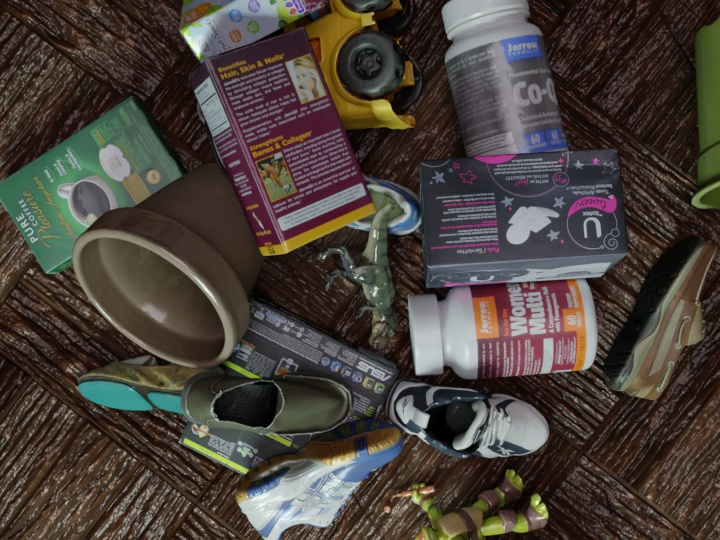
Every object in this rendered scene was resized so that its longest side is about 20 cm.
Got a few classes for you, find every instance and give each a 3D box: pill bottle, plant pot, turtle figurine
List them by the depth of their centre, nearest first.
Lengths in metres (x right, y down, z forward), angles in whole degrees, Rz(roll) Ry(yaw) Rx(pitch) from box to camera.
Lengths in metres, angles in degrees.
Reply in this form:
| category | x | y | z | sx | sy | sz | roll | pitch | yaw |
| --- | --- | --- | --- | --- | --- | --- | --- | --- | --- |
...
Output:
| category | x | y | z | sx | sy | sz | roll | pitch | yaw |
| --- | --- | --- | --- | --- | --- | --- | --- | --- | --- |
| plant pot | -0.182 | -0.024 | 0.961 | 0.200 | 0.200 | 0.175 | 31 | 54 | 0 |
| plant pot | 0.447 | -0.185 | 0.966 | 0.199 | 0.200 | 0.191 | -8 | 78 | 1 |
| turtle figurine | 0.126 | 0.290 | 0.987 | 0.161 | 0.200 | 0.065 | -16 | 106 | -19 |
| pill bottle | 0.159 | -0.208 | 0.991 | 0.113 | 0.114 | 0.201 | -13 | 92 | 1 |
| pill bottle | 0.157 | 0.066 | 1.000 | 0.199 | 0.110 | 0.110 | -5 | 91 | 1 |

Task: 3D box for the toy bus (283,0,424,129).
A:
| category | x | y | z | sx | sy | sz | roll | pitch | yaw |
| --- | --- | --- | --- | --- | --- | --- | --- | --- | --- |
| toy bus | -0.034 | -0.253 | 0.996 | 0.191 | 0.136 | 0.201 | -5 | 90 | 18 |

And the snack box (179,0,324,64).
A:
| category | x | y | z | sx | sy | sz | roll | pitch | yaw |
| --- | --- | --- | --- | --- | --- | --- | --- | --- | --- |
| snack box | -0.118 | -0.307 | 0.947 | 0.142 | 0.200 | 0.053 | -26 | 125 | 11 |

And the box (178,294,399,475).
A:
| category | x | y | z | sx | sy | sz | roll | pitch | yaw |
| --- | --- | --- | --- | --- | --- | --- | --- | --- | --- |
| box | -0.083 | 0.157 | 1.039 | 0.199 | 0.048 | 0.194 | 26 | 94 | -1 |

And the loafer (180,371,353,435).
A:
| category | x | y | z | sx | sy | sz | roll | pitch | yaw |
| --- | --- | --- | --- | --- | --- | --- | --- | --- | --- |
| loafer | -0.091 | 0.149 | 0.953 | 0.199 | 0.070 | 0.076 | 3 | 93 | -28 |

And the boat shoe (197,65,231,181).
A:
| category | x | y | z | sx | sy | sz | roll | pitch | yaw |
| --- | --- | --- | --- | --- | --- | --- | --- | --- | --- |
| boat shoe | -0.144 | -0.174 | 0.988 | 0.075 | 0.060 | 0.201 | 9 | 57 | -26 |

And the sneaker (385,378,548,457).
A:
| category | x | y | z | sx | sy | sz | roll | pitch | yaw |
| --- | --- | --- | --- | --- | --- | --- | --- | --- | --- |
| sneaker | 0.135 | 0.175 | 0.981 | 0.198 | 0.130 | 0.080 | 21 | 90 | -13 |

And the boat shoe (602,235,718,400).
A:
| category | x | y | z | sx | sy | sz | roll | pitch | yaw |
| --- | --- | --- | --- | --- | --- | --- | --- | --- | --- |
| boat shoe | 0.357 | 0.058 | 1.020 | 0.074 | 0.076 | 0.201 | 26 | 100 | -5 |

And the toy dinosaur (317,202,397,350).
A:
| category | x | y | z | sx | sy | sz | roll | pitch | yaw |
| --- | --- | --- | --- | --- | --- | --- | --- | --- | --- |
| toy dinosaur | 0.000 | 0.000 | 1.009 | 0.088 | 0.048 | 0.201 | 6 | 128 | 11 |

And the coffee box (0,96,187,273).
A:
| category | x | y | z | sx | sy | sz | roll | pitch | yaw |
| --- | --- | --- | --- | --- | --- | --- | --- | --- | --- |
| coffee box | -0.312 | -0.099 | 1.036 | 0.200 | 0.044 | 0.123 | -34 | 90 | 1 |

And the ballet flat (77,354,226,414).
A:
| category | x | y | z | sx | sy | sz | roll | pitch | yaw |
| --- | --- | --- | --- | --- | --- | --- | --- | --- | --- |
| ballet flat | -0.237 | 0.129 | 1.021 | 0.199 | 0.071 | 0.071 | 1 | 92 | 29 |

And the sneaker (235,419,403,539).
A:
| category | x | y | z | sx | sy | sz | roll | pitch | yaw |
| --- | --- | --- | --- | --- | --- | --- | --- | --- | --- |
| sneaker | -0.037 | 0.238 | 0.993 | 0.199 | 0.075 | 0.088 | -24 | 104 | 8 |

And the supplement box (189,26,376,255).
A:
| category | x | y | z | sx | sy | sz | roll | pitch | yaw |
| --- | --- | --- | --- | --- | --- | --- | --- | --- | --- |
| supplement box | -0.080 | -0.128 | 0.897 | 0.110 | 0.086 | 0.201 | -25 | 98 | -22 |

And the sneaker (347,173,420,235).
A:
| category | x | y | z | sx | sy | sz | roll | pitch | yaw |
| --- | --- | --- | --- | --- | --- | --- | --- | --- | --- |
| sneaker | -0.022 | -0.090 | 1.015 | 0.199 | 0.077 | 0.076 | 11 | 93 | 2 |

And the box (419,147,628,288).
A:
| category | x | y | z | sx | sy | sz | roll | pitch | yaw |
| --- | --- | --- | --- | --- | --- | --- | --- | --- | --- |
| box | 0.163 | -0.049 | 0.929 | 0.199 | 0.132 | 0.115 | -3 | 79 | 3 |
